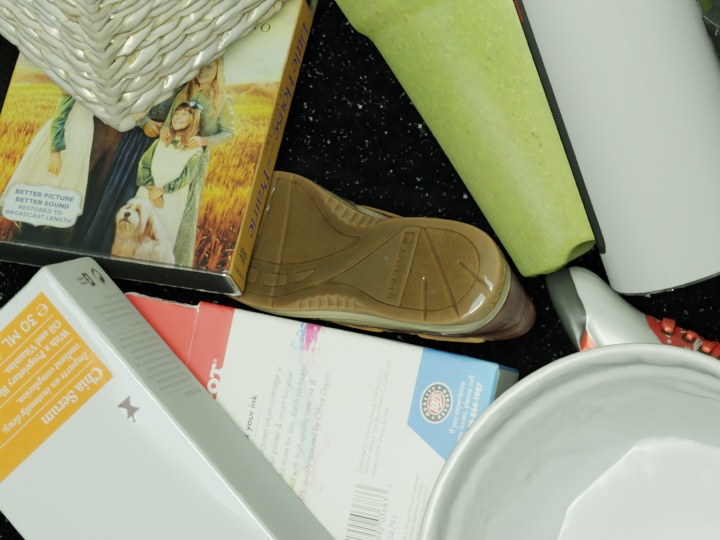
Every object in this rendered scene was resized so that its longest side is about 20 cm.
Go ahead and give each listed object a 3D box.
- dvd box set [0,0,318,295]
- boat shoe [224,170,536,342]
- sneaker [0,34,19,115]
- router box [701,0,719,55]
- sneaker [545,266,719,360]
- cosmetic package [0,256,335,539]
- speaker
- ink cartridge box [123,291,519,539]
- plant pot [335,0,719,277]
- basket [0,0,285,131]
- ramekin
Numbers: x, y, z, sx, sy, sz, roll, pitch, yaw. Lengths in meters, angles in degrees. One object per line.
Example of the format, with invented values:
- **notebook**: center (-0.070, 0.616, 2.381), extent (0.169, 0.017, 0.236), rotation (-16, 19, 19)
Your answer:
- **dvd box set**: center (-0.107, -0.092, 1.501), extent (0.146, 0.029, 0.201), rotation (9, 69, 15)
- **boat shoe**: center (0.000, 0.000, 1.480), extent (0.199, 0.072, 0.072), rotation (10, 76, 35)
- **sneaker**: center (-0.228, -0.117, 1.545), extent (0.088, 0.074, 0.201), rotation (-11, 73, 11)
- **router box**: center (0.247, -0.106, 1.326), extent (0.150, 0.200, 0.062), rotation (-46, 57, -4)
- **sneaker**: center (0.184, 0.059, 1.435), extent (0.108, 0.067, 0.202), rotation (-35, 82, 7)
- **cosmetic package**: center (-0.113, 0.101, 1.424), extent (0.101, 0.071, 0.200), rotation (-43, 84, 13)
- **speaker**: center (0.118, -0.096, 1.298), extent (0.081, 0.081, 0.201), rotation (-18, 103, 11)
- **ink cartridge box**: center (-0.031, 0.085, 1.479), extent (0.199, 0.067, 0.117), rotation (12, 89, 14)
- **plant pot**: center (0.100, -0.105, 1.419), extent (0.200, 0.200, 0.185), rotation (-25, 91, 9)
- **basket**: center (-0.123, -0.214, 1.437), extent (0.198, 0.161, 0.200), rotation (-40, 65, -22)
- **ramekin**: center (0.135, 0.143, 1.335), extent (0.199, 0.105, 0.201), rotation (-8, 71, 23)
